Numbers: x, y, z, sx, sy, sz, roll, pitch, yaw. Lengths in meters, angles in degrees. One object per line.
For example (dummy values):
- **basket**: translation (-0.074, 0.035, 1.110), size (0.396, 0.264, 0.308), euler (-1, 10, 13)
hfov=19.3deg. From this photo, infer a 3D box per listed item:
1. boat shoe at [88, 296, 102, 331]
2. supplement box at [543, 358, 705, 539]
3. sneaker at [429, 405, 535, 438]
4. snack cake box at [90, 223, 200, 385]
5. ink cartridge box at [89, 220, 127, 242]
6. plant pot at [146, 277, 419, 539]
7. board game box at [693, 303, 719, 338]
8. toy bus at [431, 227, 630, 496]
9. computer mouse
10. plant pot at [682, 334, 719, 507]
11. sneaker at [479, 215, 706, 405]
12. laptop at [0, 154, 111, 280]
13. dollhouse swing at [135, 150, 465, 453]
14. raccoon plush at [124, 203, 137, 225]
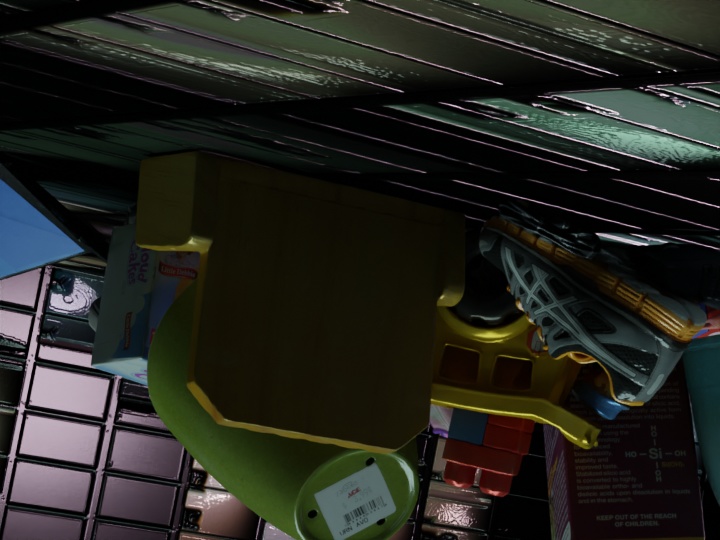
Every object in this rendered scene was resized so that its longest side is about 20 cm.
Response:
- **boat shoe**: translation (-0.164, 0.027, 1.847), size (0.075, 0.093, 0.200), euler (-4, -163, -44)
- **supplement box**: translation (0.201, 0.154, 1.643), size (0.103, 0.200, 0.131), euler (-2, 154, -1)
- **sneaker**: translation (0.070, 0.085, 1.699), size (0.080, 0.089, 0.200), euler (-11, -139, -31)
- **snack cake box**: translation (-0.109, 0.046, 1.672), size (0.200, 0.115, 0.067), euler (22, 158, -40)
- **ink cartridge box**: translation (-0.125, -0.035, 1.757), size (0.176, 0.045, 0.200), euler (10, 176, -1)
- **plant pot**: translation (-0.036, 0.110, 1.528), size (0.187, 0.187, 0.200), euler (13, -157, -30)
- **board game box**: translation (0.235, 0.059, 1.705), size (0.103, 0.019, 0.200), euler (14, 150, -35)
- **toy bus**: translation (0.133, 0.073, 1.551), size (0.200, 0.192, 0.136), euler (8, 174, 14)
- **computer mouse**: translation (0.174, -0.017, 1.357), size (0.200, 0.034, 0.059), euler (19, -168, -32)
- **plant pot**: translation (0.343, 0.137, 1.561), size (0.200, 0.188, 0.200), euler (-5, 173, -1)
- **sneaker**: translation (0.140, 0.021, 1.414), size (0.078, 0.077, 0.200), euler (12, -165, -38)
- **laptop**: translation (-0.269, -0.008, 1.739), size (0.200, 0.103, 0.177), euler (41, 178, 35)
- **dollhouse swing**: translation (-0.051, 0.025, 1.465), size (0.200, 0.176, 0.182), euler (11, 176, -23)
- **raccoon plush**: translation (-0.144, -0.006, 1.967), size (0.134, 0.097, 0.200), euler (18, 178, 14)
